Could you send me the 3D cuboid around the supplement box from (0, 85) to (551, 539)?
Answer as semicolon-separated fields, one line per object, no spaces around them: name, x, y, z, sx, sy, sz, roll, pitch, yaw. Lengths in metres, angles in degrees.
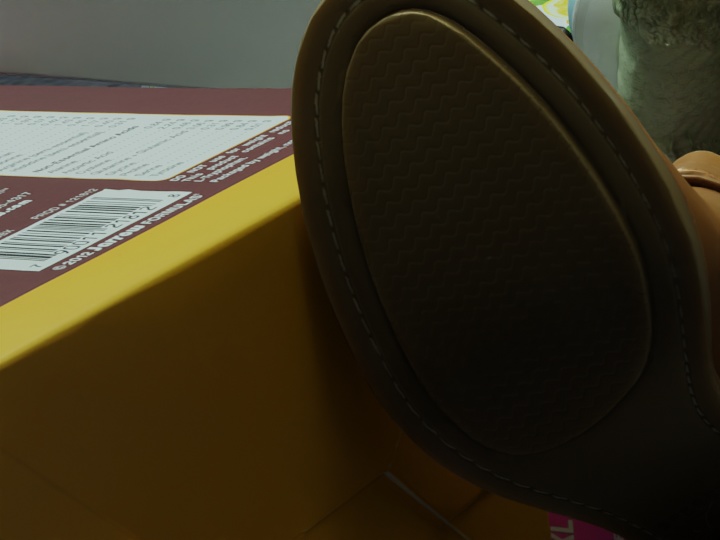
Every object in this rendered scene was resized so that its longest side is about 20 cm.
supplement box;-0.095;0.048;0.551;0.200;0.133;0.197;3;20;32

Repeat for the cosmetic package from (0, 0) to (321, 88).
cosmetic package;-0.089;-0.093;0.847;0.200;0.051;0.083;5;12;15

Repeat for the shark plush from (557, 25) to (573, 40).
shark plush;0.000;0.000;0.782;0.200;0.083;0.091;-15;44;0

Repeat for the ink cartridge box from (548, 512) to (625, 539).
ink cartridge box;0.016;0.041;0.689;0.200;0.042;0.119;0;18;31

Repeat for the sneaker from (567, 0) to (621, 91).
sneaker;0.088;-0.100;0.812;0.082;0.074;0.200;22;17;16

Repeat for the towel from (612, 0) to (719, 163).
towel;0.132;-0.084;0.748;0.036;0.148;0.200;24;39;30

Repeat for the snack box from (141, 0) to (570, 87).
snack box;0.033;-0.056;0.950;0.200;0.068;0.169;-15;18;-15

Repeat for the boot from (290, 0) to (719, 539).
boot;0.065;0.000;0.552;0.074;0.200;0.155;-27;16;25
